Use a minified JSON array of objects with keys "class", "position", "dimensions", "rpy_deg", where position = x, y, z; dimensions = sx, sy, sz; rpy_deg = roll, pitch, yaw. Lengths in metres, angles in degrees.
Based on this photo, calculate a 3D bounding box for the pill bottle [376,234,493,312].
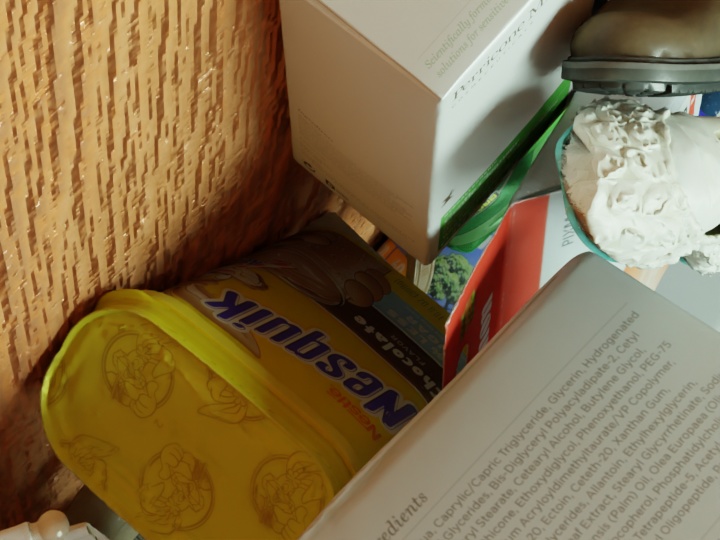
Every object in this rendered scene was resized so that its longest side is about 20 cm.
[{"class":"pill bottle","position":[0.100,-0.029,1.266],"dimensions":[0.200,0.112,0.112],"rpy_deg":[-48,168,4]}]

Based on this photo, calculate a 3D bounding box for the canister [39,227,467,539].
[{"class":"canister","position":[-0.032,0.058,1.024],"dimensions":[0.087,0.148,0.200],"rpy_deg":[-58,166,24]}]

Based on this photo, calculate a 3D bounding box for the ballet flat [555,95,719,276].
[{"class":"ballet flat","position":[0.135,-0.038,0.910],"dimensions":[0.072,0.072,0.200],"rpy_deg":[-49,163,14]}]

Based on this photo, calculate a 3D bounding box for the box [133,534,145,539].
[{"class":"box","position":[-0.040,0.126,1.250],"dimensions":[0.200,0.128,0.109],"rpy_deg":[-44,168,-8]}]

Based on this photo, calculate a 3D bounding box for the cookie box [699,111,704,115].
[{"class":"cookie box","position":[0.265,-0.137,1.264],"dimensions":[0.075,0.200,0.171],"rpy_deg":[-30,160,-52]}]

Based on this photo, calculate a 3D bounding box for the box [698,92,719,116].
[{"class":"box","position":[0.234,-0.157,1.073],"dimensions":[0.200,0.038,0.137],"rpy_deg":[-31,160,-50]}]

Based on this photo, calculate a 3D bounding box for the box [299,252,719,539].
[{"class":"box","position":[0.094,0.148,0.931],"dimensions":[0.200,0.171,0.199],"rpy_deg":[-43,153,-28]}]

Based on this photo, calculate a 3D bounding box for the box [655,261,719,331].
[{"class":"box","position":[0.182,-0.018,1.428],"dimensions":[0.199,0.171,0.200],"rpy_deg":[-50,167,17]}]

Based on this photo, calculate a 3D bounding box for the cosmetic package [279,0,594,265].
[{"class":"cosmetic package","position":[0.030,-0.092,0.898],"dimensions":[0.108,0.085,0.200],"rpy_deg":[-48,170,-12]}]

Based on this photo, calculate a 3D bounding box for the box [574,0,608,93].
[{"class":"box","position":[0.180,-0.181,1.112],"dimensions":[0.200,0.086,0.164],"rpy_deg":[-36,163,-40]}]

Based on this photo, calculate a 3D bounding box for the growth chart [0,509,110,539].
[{"class":"growth chart","position":[-0.163,0.151,1.015],"dimensions":[0.144,0.018,0.200],"rpy_deg":[-23,158,7]}]

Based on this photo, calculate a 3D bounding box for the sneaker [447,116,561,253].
[{"class":"sneaker","position":[0.106,-0.076,1.182],"dimensions":[0.200,0.074,0.084],"rpy_deg":[-28,135,-23]}]

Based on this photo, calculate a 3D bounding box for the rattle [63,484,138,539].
[{"class":"rattle","position":[-0.105,0.161,1.136],"dimensions":[0.200,0.143,0.130],"rpy_deg":[-53,-168,-8]}]

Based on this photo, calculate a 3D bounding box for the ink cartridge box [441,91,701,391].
[{"class":"ink cartridge box","position":[0.095,0.004,1.007],"dimensions":[0.162,0.050,0.200],"rpy_deg":[90,23,-52]}]

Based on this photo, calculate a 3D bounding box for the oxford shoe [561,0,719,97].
[{"class":"oxford shoe","position":[0.130,-0.120,0.901],"dimensions":[0.200,0.072,0.085],"rpy_deg":[-38,127,-55]}]

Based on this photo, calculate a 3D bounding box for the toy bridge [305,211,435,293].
[{"class":"toy bridge","position":[0.000,0.000,1.130],"dimensions":[0.027,0.067,0.200],"rpy_deg":[-30,160,-52]}]
